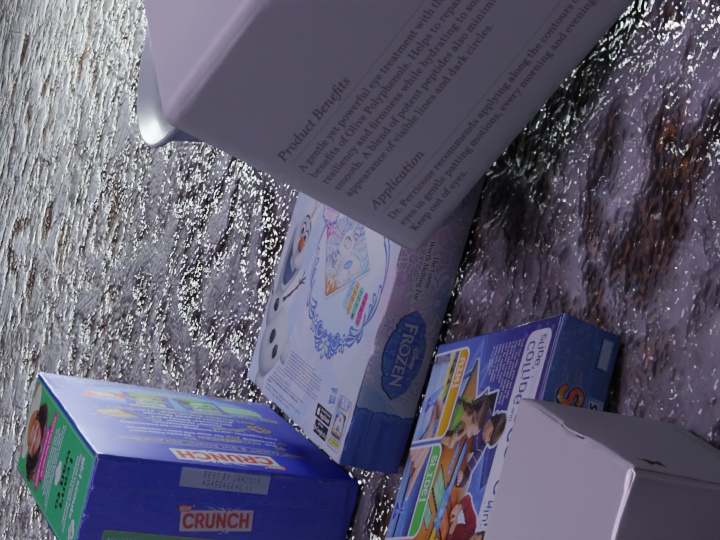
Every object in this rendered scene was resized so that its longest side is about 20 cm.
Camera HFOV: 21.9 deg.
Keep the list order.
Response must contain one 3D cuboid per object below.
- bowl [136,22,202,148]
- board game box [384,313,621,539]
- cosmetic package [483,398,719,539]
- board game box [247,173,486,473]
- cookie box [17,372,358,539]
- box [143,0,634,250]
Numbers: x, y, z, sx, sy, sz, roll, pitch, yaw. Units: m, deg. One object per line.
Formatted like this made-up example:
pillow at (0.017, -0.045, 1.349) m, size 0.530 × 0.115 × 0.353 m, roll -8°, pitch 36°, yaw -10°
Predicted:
bowl at (-0.099, -0.182, 1.423) m, size 0.201 × 0.090 × 0.202 m, roll -169°, pitch 90°, yaw -69°
board game box at (0.055, 0.127, 0.899) m, size 0.135 × 0.034 × 0.201 m, roll -19°, pitch 51°, yaw 65°
cosmetic package at (0.095, 0.164, 0.758) m, size 0.108 × 0.085 × 0.201 m, roll -144°, pitch 68°, yaw -67°
board game box at (0.000, 0.000, 1.139) m, size 0.200 × 0.043 × 0.200 m, roll -148°, pitch 72°, yaw -68°
cookie box at (-0.117, 0.133, 1.192) m, size 0.200 × 0.171 × 0.076 m, roll -152°, pitch 73°, yaw -68°
box at (0.006, -0.165, 0.981) m, size 0.199 × 0.171 × 0.200 m, roll -49°, pitch 32°, yaw 23°
